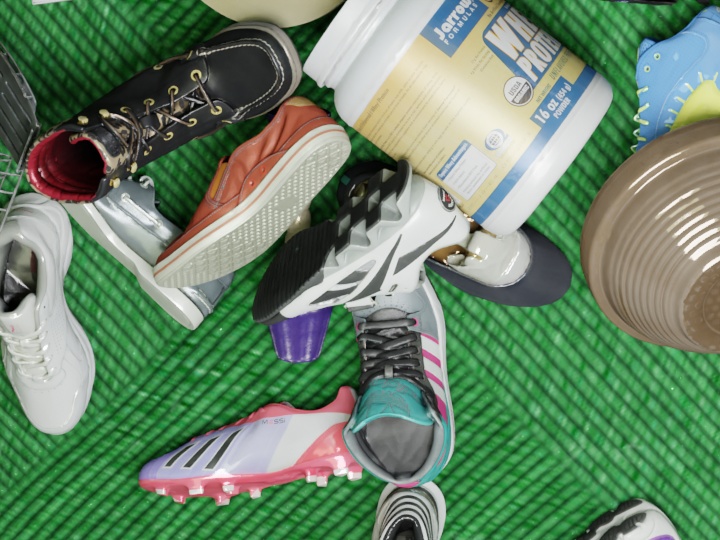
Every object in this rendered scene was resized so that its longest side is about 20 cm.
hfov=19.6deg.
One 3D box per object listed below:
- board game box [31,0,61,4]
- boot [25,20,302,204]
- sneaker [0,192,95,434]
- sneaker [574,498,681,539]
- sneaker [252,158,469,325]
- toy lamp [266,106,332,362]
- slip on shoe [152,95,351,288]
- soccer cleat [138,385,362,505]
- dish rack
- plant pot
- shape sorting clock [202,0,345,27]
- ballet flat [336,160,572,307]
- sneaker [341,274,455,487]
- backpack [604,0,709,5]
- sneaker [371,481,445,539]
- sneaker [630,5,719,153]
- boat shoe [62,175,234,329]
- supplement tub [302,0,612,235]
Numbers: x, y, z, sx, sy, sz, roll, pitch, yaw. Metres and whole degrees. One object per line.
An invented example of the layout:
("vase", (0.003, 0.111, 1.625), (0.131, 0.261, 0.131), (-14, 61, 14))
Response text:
("board game box", (-0.170, -0.273, 1.558), (0.199, 0.035, 0.127), (-3, 99, 31))
("boot", (-0.150, -0.116, 1.567), (0.199, 0.150, 0.073), (-10, 111, 43))
("sneaker", (-0.271, 0.044, 1.692), (0.077, 0.099, 0.201), (-7, 103, 12))
("sneaker", (0.174, 0.269, 1.685), (0.200, 0.081, 0.084), (-33, 102, 16))
("sneaker", (0.000, 0.000, 1.580), (0.088, 0.074, 0.200), (33, 134, -28))
("toy lamp", (-0.049, -0.027, 1.656), (0.058, 0.058, 0.201), (3, 106, 9))
("slip on shoe", (-0.089, -0.056, 1.604), (0.200, 0.074, 0.061), (-44, 63, 24))
("soccer cleat", (-0.088, 0.145, 1.713), (0.199, 0.067, 0.077), (-10, 72, 18))
("dish rack", (-0.318, -0.083, 1.643), (0.154, 0.054, 0.201), (51, 126, 38))
("plant pot", (0.270, -0.007, 1.539), (0.200, 0.093, 0.202), (-8, 128, -10))
("shape sorting clock", (-0.069, -0.280, 1.545), (0.199, 0.039, 0.201), (5, 102, 26))
("ballet flat", (0.072, -0.026, 1.625), (0.199, 0.073, 0.073), (26, 108, 3))
("sneaker", (0.024, 0.083, 1.638), (0.083, 0.121, 0.201), (-11, 101, 12))
("backpack", (0.172, -0.270, 1.513), (0.199, 0.167, 0.127), (13, 87, 10))
("sneaker", (0.022, 0.276, 1.692), (0.075, 0.115, 0.202), (9, 106, 8))
("sneaker", (0.236, -0.115, 1.584), (0.105, 0.076, 0.200), (47, 112, 18))
("boat shoe", (-0.184, -0.043, 1.681), (0.062, 0.073, 0.200), (-44, 90, -14))
("supplement tub", (0.071, -0.138, 1.559), (0.200, 0.145, 0.145), (37, 108, -1))
